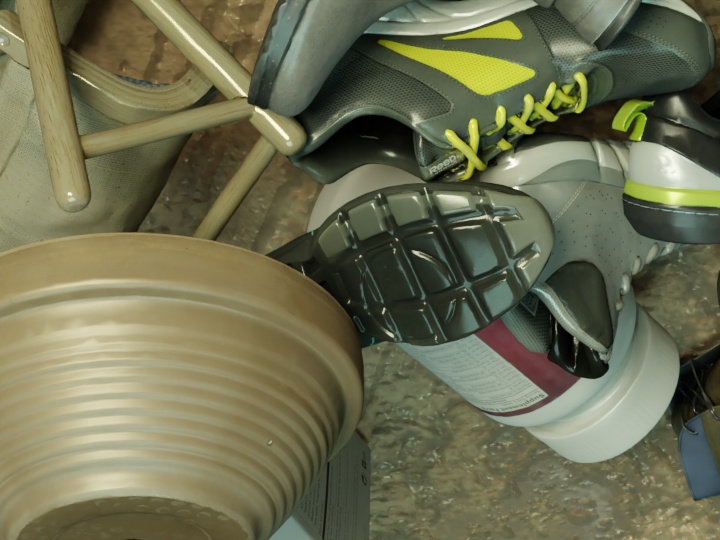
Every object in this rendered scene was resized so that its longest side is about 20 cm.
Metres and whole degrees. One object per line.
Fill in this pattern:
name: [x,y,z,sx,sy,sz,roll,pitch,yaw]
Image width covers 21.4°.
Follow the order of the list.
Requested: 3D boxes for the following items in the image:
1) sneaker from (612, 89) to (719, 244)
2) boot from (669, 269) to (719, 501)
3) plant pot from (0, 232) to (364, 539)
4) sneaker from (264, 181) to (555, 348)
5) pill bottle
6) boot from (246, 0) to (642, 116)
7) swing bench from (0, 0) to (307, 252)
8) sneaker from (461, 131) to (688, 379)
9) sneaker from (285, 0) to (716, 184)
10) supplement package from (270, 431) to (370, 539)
sneaker: [0.211,-0.061,0.883,0.200,0.072,0.083,-6,101,-23]
boot: [0.210,0.070,1.077,0.097,0.075,0.200,-19,133,15]
plant pot: [-0.097,0.077,0.805,0.201,0.093,0.201,-2,146,-1]
sneaker: [0.000,0.000,0.869,0.200,0.079,0.075,-19,102,27]
pill bottle: [0.074,0.014,0.997,0.110,0.110,0.200,-32,127,28]
boot: [0.051,-0.124,0.774,0.132,0.070,0.200,32,96,-8]
swing bench: [-0.156,-0.072,0.865,0.130,0.200,0.199,-18,159,-37]
sneaker: [0.123,-0.006,0.931,0.200,0.116,0.075,-1,179,-41]
sneaker: [0.056,-0.076,0.837,0.200,0.085,0.074,-3,151,12]
supplement package: [-0.092,0.106,1.084,0.121,0.120,0.200,-20,131,20]
